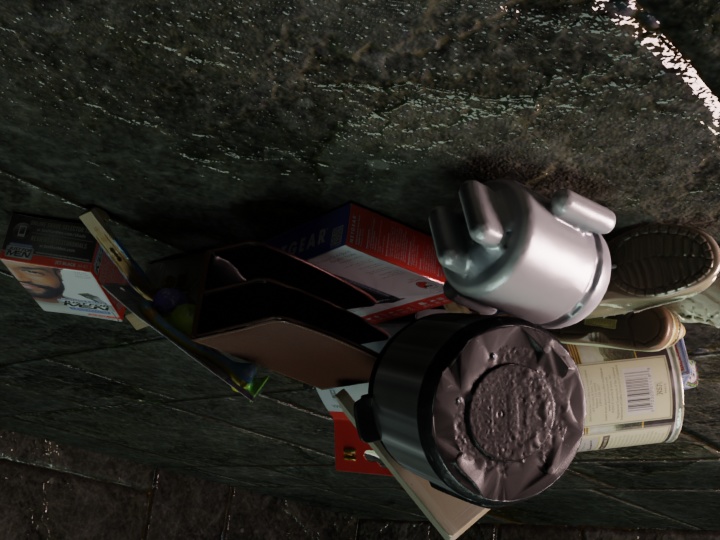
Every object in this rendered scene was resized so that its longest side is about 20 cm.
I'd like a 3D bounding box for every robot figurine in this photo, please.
[{"bbox_3d":[0.155,-0.013,0.902,0.199,0.113,0.169,23,135,-36],"label":"robot figurine"}]

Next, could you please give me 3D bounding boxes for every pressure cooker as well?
[{"bbox_3d":[0.104,0.126,0.947,0.176,0.179,0.200,33,168,-18],"label":"pressure cooker"}]

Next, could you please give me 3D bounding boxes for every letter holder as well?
[{"bbox_3d":[-0.053,0.047,1.021,0.142,0.101,0.200,-13,152,40],"label":"letter holder"}]

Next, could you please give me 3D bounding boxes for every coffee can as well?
[{"bbox_3d":[0.252,0.138,1.123,0.199,0.147,0.146,-6,160,-3],"label":"coffee can"}]

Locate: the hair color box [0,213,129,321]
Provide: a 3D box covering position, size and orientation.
[{"bbox_3d":[-0.363,0.001,1.209,0.110,0.064,0.200,8,159,1],"label":"hair color box"}]

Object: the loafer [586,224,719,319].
[{"bbox_3d":[0.270,0.005,0.974,0.199,0.076,0.068,-14,161,40],"label":"loafer"}]

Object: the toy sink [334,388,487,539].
[{"bbox_3d":[0.079,0.192,1.096,0.200,0.112,0.130,49,171,18],"label":"toy sink"}]

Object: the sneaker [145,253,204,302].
[{"bbox_3d":[-0.176,0.027,1.199,0.106,0.075,0.199,21,170,-42],"label":"sneaker"}]

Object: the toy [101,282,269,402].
[{"bbox_3d":[-0.180,0.064,1.058,0.200,0.047,0.115,41,178,1],"label":"toy"}]

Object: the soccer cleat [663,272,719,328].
[{"bbox_3d":[0.374,0.034,1.001,0.069,0.078,0.200,21,157,-32],"label":"soccer cleat"}]

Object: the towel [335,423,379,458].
[{"bbox_3d":[0.085,0.210,1.299,0.199,0.031,0.149,-28,144,31],"label":"towel"}]

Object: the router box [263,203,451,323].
[{"bbox_3d":[0.000,0.000,1.089,0.179,0.049,0.200,20,157,-31],"label":"router box"}]

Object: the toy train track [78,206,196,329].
[{"bbox_3d":[-0.249,0.006,1.121,0.114,0.033,0.200,-18,116,37],"label":"toy train track"}]

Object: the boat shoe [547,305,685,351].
[{"bbox_3d":[0.259,0.053,1.070,0.199,0.072,0.076,18,-174,40],"label":"boat shoe"}]

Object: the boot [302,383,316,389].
[{"bbox_3d":[-0.009,0.121,1.318,0.162,0.073,0.198,45,136,9],"label":"boot"}]

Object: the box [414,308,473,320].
[{"bbox_3d":[0.183,0.099,1.302,0.199,0.041,0.156,1,159,15],"label":"box"}]

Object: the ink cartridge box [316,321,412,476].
[{"bbox_3d":[0.014,0.166,1.233,0.159,0.201,0.047,-2,-179,34],"label":"ink cartridge box"}]

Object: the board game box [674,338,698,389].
[{"bbox_3d":[0.362,0.146,1.278,0.199,0.062,0.199,-26,150,37],"label":"board game box"}]

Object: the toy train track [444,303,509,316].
[{"bbox_3d":[0.168,0.068,1.170,0.199,0.033,0.115,-17,128,29],"label":"toy train track"}]
